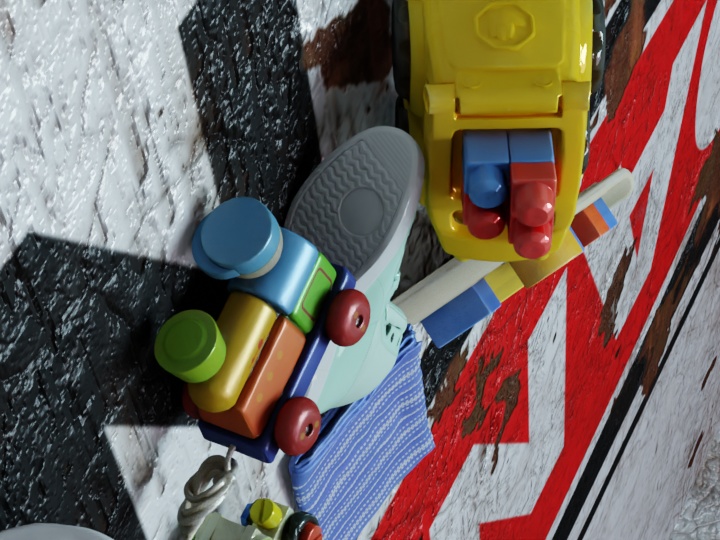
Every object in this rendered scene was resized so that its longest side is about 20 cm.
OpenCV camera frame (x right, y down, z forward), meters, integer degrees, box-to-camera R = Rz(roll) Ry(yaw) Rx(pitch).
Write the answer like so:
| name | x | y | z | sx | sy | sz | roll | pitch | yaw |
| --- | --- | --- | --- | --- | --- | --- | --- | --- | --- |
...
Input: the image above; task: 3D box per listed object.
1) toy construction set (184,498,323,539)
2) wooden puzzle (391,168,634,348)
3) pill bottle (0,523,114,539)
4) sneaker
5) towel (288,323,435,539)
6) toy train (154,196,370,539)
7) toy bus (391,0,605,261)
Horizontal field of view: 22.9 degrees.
| name | x | y | z | sx | sy | sz | roll | pitch | yaw |
| --- | --- | --- | --- | --- | --- | --- | --- | --- | --- |
| toy construction set | -0.069 | 0.219 | 1.141 | 0.132 | 0.091 | 0.200 | -63 | 160 | -20 |
| wooden puzzle | 0.115 | -0.002 | 1.347 | 0.185 | 0.047 | 0.200 | -35 | 173 | 26 |
| pill bottle | -0.153 | 0.231 | 0.893 | 0.113 | 0.112 | 0.201 | -52 | 153 | -42 |
| sneaker | 0.000 | 0.000 | 1.137 | 0.118 | 0.073 | 0.202 | -5 | 123 | -62 |
| towel | 0.006 | 0.139 | 1.335 | 0.145 | 0.024 | 0.201 | -50 | 156 | -21 |
| toy train | -0.079 | 0.065 | 0.993 | 0.201 | 0.084 | 0.116 | -64 | 150 | -16 |
| toy bus | 0.090 | -0.073 | 1.122 | 0.201 | 0.134 | 0.193 | 89 | -1 | -50 |
